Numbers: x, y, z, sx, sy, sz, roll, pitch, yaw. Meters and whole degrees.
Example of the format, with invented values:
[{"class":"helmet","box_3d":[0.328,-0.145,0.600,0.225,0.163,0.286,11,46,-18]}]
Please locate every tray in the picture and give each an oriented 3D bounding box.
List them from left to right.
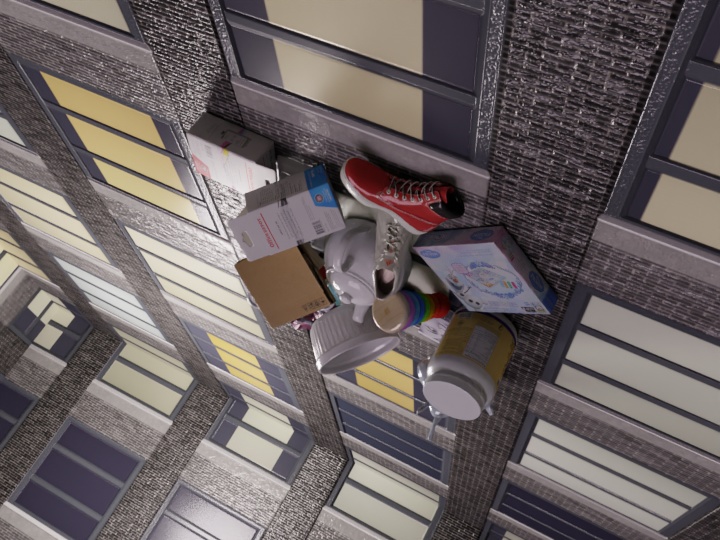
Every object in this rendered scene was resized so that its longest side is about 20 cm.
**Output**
[{"class":"tray","box_3d":[-0.121,-0.126,1.468,0.107,0.022,0.201,23,137,22]}]

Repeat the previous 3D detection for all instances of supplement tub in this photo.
[{"class":"supplement tub","box_3d":[0.221,0.184,1.498,0.145,0.200,0.146,21,145,16]}]

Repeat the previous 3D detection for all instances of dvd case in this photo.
[{"class":"dvd case","box_3d":[0.211,0.137,1.667,0.148,0.016,0.200,28,156,7]}]

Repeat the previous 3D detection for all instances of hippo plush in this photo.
[{"class":"hippo plush","box_3d":[0.231,0.267,1.734,0.160,0.200,0.160,-17,107,36]}]

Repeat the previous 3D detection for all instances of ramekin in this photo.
[{"class":"ramekin","box_3d":[-0.019,0.147,1.676,0.200,0.199,0.105,107,143,-65]}]

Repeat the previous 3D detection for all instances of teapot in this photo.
[{"class":"teapot","box_3d":[0.000,0.000,1.493,0.200,0.146,0.197,41,154,-19]}]

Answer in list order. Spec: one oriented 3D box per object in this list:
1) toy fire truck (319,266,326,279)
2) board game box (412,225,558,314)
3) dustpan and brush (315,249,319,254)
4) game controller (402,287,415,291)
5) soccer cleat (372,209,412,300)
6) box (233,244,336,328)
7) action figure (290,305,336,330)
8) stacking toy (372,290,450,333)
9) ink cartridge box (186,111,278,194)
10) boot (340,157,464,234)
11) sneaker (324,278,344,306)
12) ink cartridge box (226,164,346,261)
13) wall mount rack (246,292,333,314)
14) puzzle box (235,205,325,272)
[{"class":"toy fire truck","box_3d":[-0.148,0.012,1.724,0.167,0.112,0.200,27,157,13]},{"class":"board game box","box_3d":[0.227,0.003,1.357,0.200,0.043,0.199,-1,141,51]},{"class":"dustpan and brush","box_3d":[-0.120,-0.084,1.601,0.139,0.057,0.200,25,149,24]},{"class":"game controller","box_3d":[0.073,0.076,1.680,0.104,0.042,0.200,30,155,3]},{"class":"soccer cleat","box_3d":[0.056,-0.039,1.355,0.069,0.078,0.201,10,119,16]},{"class":"box","box_3d":[-0.159,0.024,1.521,0.200,0.021,0.164,-23,100,43]},{"class":"action figure","box_3d":[-0.091,0.115,1.834,0.149,0.134,0.200,38,158,-17]},{"class":"stacking toy","box_3d":[0.113,0.077,1.500,0.085,0.086,0.200,11,-173,38]},{"class":"ink cartridge box","box_3d":[-0.229,-0.213,1.438,0.199,0.068,0.117,26,150,15]},{"class":"boot","box_3d":[0.074,-0.140,1.236,0.200,0.073,0.144,31,157,-19]},{"class":"sneaker","box_3d":[-0.016,0.052,1.696,0.200,0.086,0.078,50,-163,-76]},{"class":"ink cartridge box","box_3d":[-0.140,-0.106,1.390,0.199,0.068,0.116,-20,133,4]},{"class":"wall mount rack","box_3d":[-0.152,0.024,1.603,0.199,0.075,0.174,0,136,15]},{"class":"puzzle box","box_3d":[-0.173,-0.053,1.520,0.200,0.025,0.133,51,134,2]}]
